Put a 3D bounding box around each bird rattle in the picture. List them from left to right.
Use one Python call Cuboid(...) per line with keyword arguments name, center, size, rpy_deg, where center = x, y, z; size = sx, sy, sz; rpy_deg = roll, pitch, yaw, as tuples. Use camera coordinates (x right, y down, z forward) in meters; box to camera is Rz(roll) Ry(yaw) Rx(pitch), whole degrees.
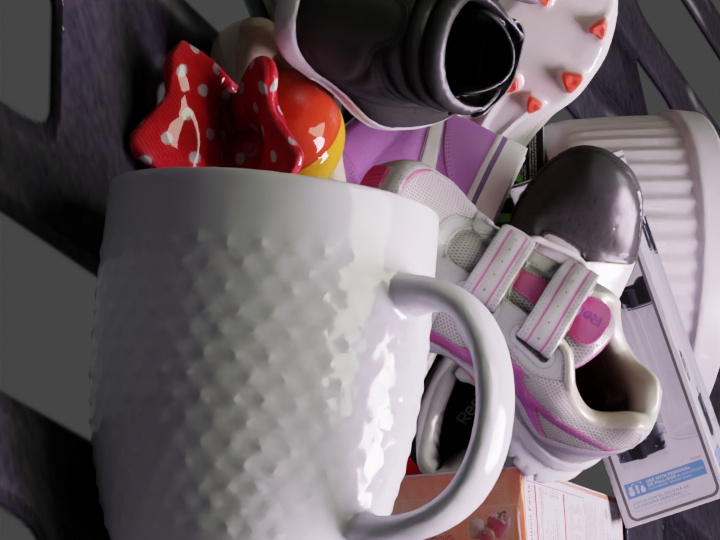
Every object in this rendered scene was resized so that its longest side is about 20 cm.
Cuboid(name="bird rattle", center=(-0.047, -0.053, 1.458), size=(0.200, 0.112, 0.163), rpy_deg=(49, 25, -39))

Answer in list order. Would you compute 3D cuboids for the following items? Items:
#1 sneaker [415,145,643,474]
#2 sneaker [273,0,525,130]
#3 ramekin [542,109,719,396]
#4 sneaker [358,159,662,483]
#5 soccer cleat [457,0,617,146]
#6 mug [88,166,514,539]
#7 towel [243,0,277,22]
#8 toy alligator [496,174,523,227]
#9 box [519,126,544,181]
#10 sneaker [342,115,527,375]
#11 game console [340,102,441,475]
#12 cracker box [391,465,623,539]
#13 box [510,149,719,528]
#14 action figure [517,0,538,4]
Cuboid(name="sneaker", center=(0.088, 0.031, 1.543), size=(0.200, 0.074, 0.089), rpy_deg=(-64, 178, 20))
Cuboid(name="sneaker", center=(0.042, -0.100, 1.450), size=(0.200, 0.099, 0.071), rpy_deg=(20, 87, -64))
Cuboid(name="ramekin", center=(0.151, -0.001, 1.818), size=(0.200, 0.105, 0.201), rpy_deg=(-177, -90, -80))
Cuboid(name="sneaker", center=(0.076, 0.017, 1.412), size=(0.200, 0.088, 0.081), rpy_deg=(45, 54, -25))
Cuboid(name="soccer cleat", center=(0.075, -0.093, 1.633), size=(0.200, 0.069, 0.078), rpy_deg=(-57, -172, 21))
Cuboid(name="mug", center=(-0.024, 0.056, 1.267), size=(0.148, 0.200, 0.176), rpy_deg=(19, 74, -58))
Cuboid(name="towel", center=(-0.009, -0.219, 1.521), size=(0.171, 0.048, 0.200), rpy_deg=(-44, 131, -28))
Cuboid(name="toy alligator", center=(0.077, 0.010, 1.688), size=(0.054, 0.059, 0.201), rpy_deg=(135, -39, -55))
Cuboid(name="box", center=(0.085, -0.024, 1.801), size=(0.110, 0.035, 0.201), rpy_deg=(120, -29, -68))
Cuboid(name="sneaker", center=(0.000, 0.000, 1.560), size=(0.073, 0.114, 0.201), rpy_deg=(115, -1, -67))
Cuboid(name="game console", center=(0.017, 0.018, 1.683), size=(0.177, 0.031, 0.200), rpy_deg=(53, 33, -46))
Cuboid(name="cracker box", center=(0.052, 0.145, 1.563), size=(0.200, 0.134, 0.058), rpy_deg=(26, 60, -68))
Cuboid(name="box", center=(0.148, 0.035, 1.654), size=(0.117, 0.060, 0.200), rpy_deg=(-15, 85, -80))
Cuboid(name="action figure", center=(0.021, -0.240, 1.403), size=(0.105, 0.199, 0.194), rpy_deg=(-171, -88, -74))
